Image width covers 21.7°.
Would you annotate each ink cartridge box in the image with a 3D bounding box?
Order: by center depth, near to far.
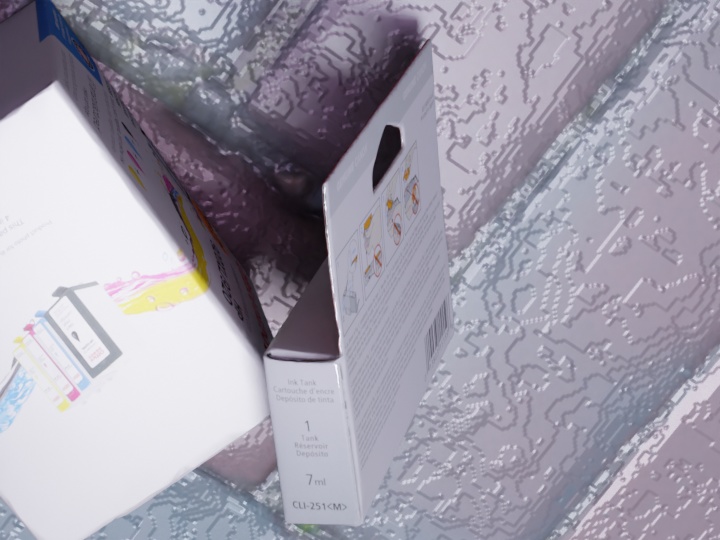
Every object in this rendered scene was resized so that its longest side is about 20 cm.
[{"bbox_3d":[-0.151,0.001,0.916,0.144,0.147,0.200,-33,116,4],"label":"ink cartridge box"},{"bbox_3d":[0.000,0.000,0.920,0.043,0.200,0.174,1,115,17],"label":"ink cartridge box"}]
